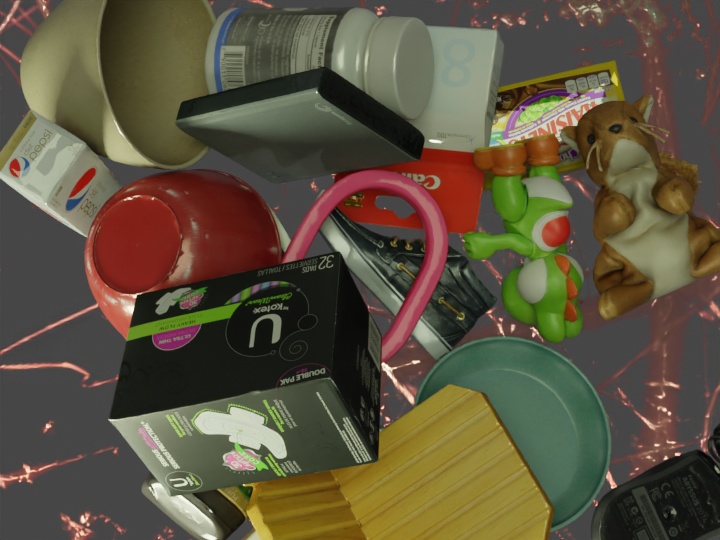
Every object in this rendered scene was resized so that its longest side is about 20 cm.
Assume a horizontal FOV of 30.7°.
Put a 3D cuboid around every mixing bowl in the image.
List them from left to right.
[{"bbox_3d":[-0.188,-0.013,1.255,0.200,0.108,0.201,-4,79,21],"label":"mixing bowl"}]

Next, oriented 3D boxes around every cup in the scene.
[{"bbox_3d":[-0.244,-0.193,1.277,0.143,0.200,0.201,-2,84,29],"label":"cup"}]

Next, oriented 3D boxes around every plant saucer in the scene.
[{"bbox_3d":[0.144,0.164,1.283,0.200,0.036,0.200,4,67,-8],"label":"plant saucer"}]

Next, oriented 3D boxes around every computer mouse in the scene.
[{"bbox_3d":[0.313,0.239,1.296,0.200,0.053,0.139,-18,83,-14],"label":"computer mouse"}]

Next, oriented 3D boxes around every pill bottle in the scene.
[{"bbox_3d":[-0.038,-0.196,1.261,0.200,0.114,0.114,5,85,24],"label":"pill bottle"}]

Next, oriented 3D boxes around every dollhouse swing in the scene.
[{"bbox_3d":[0.038,0.211,1.161,0.176,0.182,0.200,-41,66,27],"label":"dollhouse swing"}]

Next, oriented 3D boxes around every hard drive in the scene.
[{"bbox_3d":[-0.058,-0.132,1.228,0.139,0.200,0.033,29,66,-40],"label":"hard drive"}]

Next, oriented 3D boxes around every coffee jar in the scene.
[{"bbox_3d":[-0.115,0.161,1.255,0.104,0.085,0.200,40,67,-2],"label":"coffee jar"}]

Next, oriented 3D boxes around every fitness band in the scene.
[{"bbox_3d":[0.000,0.000,1.249,0.143,0.037,0.200,28,83,-3],"label":"fitness band"}]

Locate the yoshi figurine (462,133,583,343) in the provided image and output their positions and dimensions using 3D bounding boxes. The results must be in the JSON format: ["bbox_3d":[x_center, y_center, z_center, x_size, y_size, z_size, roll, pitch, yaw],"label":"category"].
[{"bbox_3d":[0.162,-0.027,1.287,0.112,0.112,0.200,-12,93,13],"label":"yoshi figurine"}]

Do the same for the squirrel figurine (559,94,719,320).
[{"bbox_3d":[0.263,-0.068,1.255,0.141,0.200,0.187,-26,85,14],"label":"squirrel figurine"}]

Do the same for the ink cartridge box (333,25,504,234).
[{"bbox_3d":[0.049,-0.144,1.308,0.160,0.047,0.200,7,83,17],"label":"ink cartridge box"}]

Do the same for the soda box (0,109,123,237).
[{"bbox_3d":[-0.284,-0.088,1.247,0.064,0.200,0.068,32,84,3],"label":"soda box"}]

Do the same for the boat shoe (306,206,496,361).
[{"bbox_3d":[0.042,-0.011,1.308,0.091,0.071,0.200,-44,94,-2],"label":"boat shoe"}]

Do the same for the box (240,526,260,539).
[{"bbox_3d":[-0.120,0.334,1.234,0.200,0.152,0.106,-43,87,-4],"label":"box"}]

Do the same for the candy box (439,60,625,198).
[{"bbox_3d":[0.175,-0.143,1.338,0.200,0.026,0.102,-14,86,0],"label":"candy box"}]

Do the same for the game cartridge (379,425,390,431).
[{"bbox_3d":[0.057,0.227,1.289,0.200,0.040,0.134,17,77,-1],"label":"game cartridge"}]

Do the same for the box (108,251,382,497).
[{"bbox_3d":[-0.094,0.092,1.144,0.200,0.124,0.149,-12,44,15],"label":"box"}]

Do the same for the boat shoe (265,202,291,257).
[{"bbox_3d":[-0.068,0.030,1.304,0.060,0.076,0.200,-31,74,-3],"label":"boat shoe"}]
